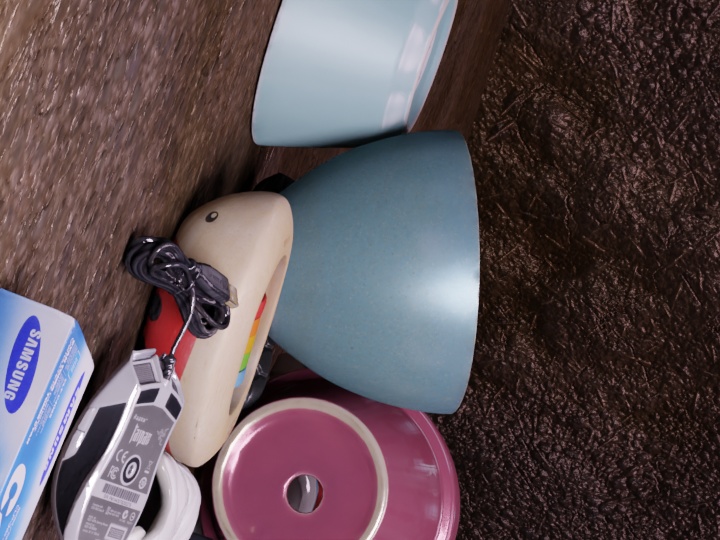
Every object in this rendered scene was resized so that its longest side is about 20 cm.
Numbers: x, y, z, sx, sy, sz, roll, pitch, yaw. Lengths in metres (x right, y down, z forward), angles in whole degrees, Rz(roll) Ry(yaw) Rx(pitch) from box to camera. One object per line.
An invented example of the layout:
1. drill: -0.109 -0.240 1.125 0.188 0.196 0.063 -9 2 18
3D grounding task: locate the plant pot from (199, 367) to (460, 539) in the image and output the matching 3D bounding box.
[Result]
1. plant pot: -0.031 0.164 1.714 0.179 0.199 0.201 51 59 -78

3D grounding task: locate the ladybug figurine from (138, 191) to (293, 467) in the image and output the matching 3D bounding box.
1. ladybug figurine: -0.101 0.036 1.542 0.136 0.071 0.201 -57 165 -71

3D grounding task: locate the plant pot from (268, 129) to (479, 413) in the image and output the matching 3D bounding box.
1. plant pot: 0.000 0.000 1.644 0.200 0.134 0.202 -179 -90 -81

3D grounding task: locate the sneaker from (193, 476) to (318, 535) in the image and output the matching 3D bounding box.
1. sneaker: -0.108 0.219 1.845 0.200 0.076 0.081 -47 180 20

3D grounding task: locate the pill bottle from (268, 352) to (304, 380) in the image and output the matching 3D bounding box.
1. pill bottle: -0.073 0.184 2.142 0.112 0.112 0.201 94 17 -72

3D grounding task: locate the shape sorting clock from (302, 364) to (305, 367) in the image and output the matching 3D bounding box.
1. shape sorting clock: -0.021 0.070 1.947 0.039 0.201 0.200 -28 159 -17

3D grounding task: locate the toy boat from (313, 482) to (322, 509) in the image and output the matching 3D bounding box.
1. toy boat: -0.081 0.149 1.961 0.130 0.131 0.200 -33 -161 -1

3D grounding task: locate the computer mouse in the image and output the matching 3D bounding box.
1. computer mouse: -0.143 0.082 1.412 0.201 0.044 0.110 -66 153 -6

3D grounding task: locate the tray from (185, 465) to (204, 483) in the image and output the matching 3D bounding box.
1. tray: -0.101 0.059 1.826 0.099 0.037 0.201 102 9 -56

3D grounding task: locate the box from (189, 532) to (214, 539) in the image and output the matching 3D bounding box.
1. box: -0.174 0.294 1.720 0.201 0.078 0.142 104 5 -50

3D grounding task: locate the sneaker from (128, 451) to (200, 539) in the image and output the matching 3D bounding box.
1. sneaker: -0.169 0.207 1.562 0.099 0.077 0.201 75 27 -67

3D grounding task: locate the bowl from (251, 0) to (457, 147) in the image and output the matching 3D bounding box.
1. bowl: 0.004 -0.169 1.688 0.201 0.104 0.202 20 90 -84

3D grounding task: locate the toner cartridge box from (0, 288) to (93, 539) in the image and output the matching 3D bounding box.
1. toner cartridge box: -0.189 0.118 1.125 0.095 0.043 0.201 95 16 -74

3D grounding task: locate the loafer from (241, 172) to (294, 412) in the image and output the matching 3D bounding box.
1. loafer: -0.088 0.017 1.716 0.070 0.068 0.202 -22 -137 46
